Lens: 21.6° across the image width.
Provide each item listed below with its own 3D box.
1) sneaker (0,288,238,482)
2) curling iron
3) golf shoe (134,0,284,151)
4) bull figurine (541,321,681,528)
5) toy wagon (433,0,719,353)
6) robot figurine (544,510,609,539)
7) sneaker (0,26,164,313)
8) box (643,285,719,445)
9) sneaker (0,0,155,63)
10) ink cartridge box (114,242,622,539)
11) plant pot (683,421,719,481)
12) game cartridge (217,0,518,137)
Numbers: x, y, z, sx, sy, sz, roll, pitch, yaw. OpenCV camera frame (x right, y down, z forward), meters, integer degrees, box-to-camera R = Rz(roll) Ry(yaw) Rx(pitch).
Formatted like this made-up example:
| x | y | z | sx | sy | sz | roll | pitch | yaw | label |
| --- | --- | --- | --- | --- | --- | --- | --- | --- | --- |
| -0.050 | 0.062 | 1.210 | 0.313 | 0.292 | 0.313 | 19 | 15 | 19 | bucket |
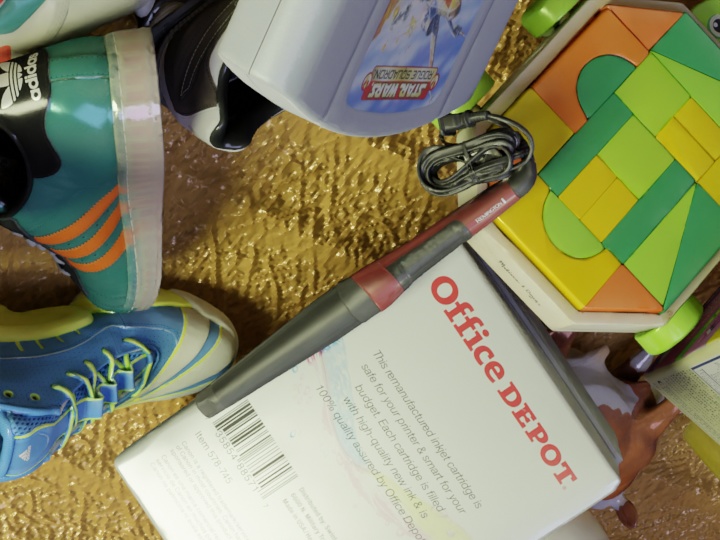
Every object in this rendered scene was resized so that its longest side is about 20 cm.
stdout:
| x | y | z | sx | sy | sz | roll | pitch | yaw | label |
| --- | --- | --- | --- | --- | --- | --- | --- | --- | --- |
| -0.146 | 0.062 | 0.908 | 0.199 | 0.105 | 0.076 | 0 | 130 | -23 | sneaker |
| 0.000 | 0.000 | 0.843 | 0.200 | 0.050 | 0.026 | -43 | 165 | 18 | curling iron |
| -0.002 | -0.124 | 0.811 | 0.200 | 0.095 | 0.078 | -40 | 133 | 12 | golf shoe |
| 0.133 | 0.074 | 1.073 | 0.121 | 0.065 | 0.200 | -48 | 137 | 12 | bull figurine |
| 0.132 | -0.067 | 0.886 | 0.155 | 0.040 | 0.200 | 46 | 71 | -7 | toy wagon |
| 0.080 | 0.212 | 1.122 | 0.150 | 0.125 | 0.200 | -3 | 140 | -16 | robot figurine |
| -0.128 | -0.040 | 0.830 | 0.080 | 0.072 | 0.200 | -5 | 152 | -9 | sneaker |
| 0.246 | 0.011 | 0.936 | 0.176 | 0.097 | 0.200 | -48 | 177 | -7 | box |
| -0.097 | -0.155 | 0.772 | 0.200 | 0.070 | 0.093 | -40 | 157 | 7 | sneaker |
| 0.011 | 0.088 | 0.937 | 0.200 | 0.146 | 0.145 | -33 | 179 | 9 | ink cartridge box |
| 0.347 | 0.133 | 1.122 | 0.200 | 0.177 | 0.200 | -38 | 142 | 13 | plant pot |
| 0.020 | -0.117 | 0.733 | 0.200 | 0.041 | 0.134 | -13 | 126 | -66 | game cartridge |
